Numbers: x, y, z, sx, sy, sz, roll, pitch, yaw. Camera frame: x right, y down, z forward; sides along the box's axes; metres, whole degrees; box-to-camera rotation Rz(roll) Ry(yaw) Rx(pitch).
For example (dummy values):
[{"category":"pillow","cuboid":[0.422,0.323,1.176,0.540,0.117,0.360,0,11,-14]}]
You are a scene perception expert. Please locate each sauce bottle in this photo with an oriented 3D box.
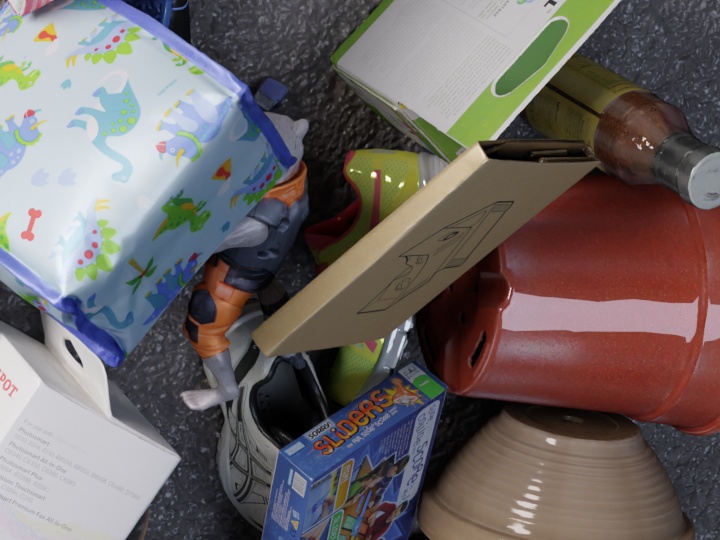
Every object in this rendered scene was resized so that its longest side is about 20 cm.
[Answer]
[{"category":"sauce bottle","cuboid":[0.180,-0.092,1.636,0.066,0.200,0.066,-13,120,-24]}]

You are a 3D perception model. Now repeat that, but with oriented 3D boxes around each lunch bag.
[{"category":"lunch bag","cuboid":[-0.169,-0.070,1.415,0.170,0.200,0.127,-50,154,-9]}]

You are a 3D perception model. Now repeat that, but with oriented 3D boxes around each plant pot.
[{"category":"plant pot","cuboid":[0.153,0.015,1.686,0.195,0.201,0.201,2,111,-22]},{"category":"plant pot","cuboid":[0.145,0.149,1.729,0.201,0.201,0.093,1,106,-30]}]

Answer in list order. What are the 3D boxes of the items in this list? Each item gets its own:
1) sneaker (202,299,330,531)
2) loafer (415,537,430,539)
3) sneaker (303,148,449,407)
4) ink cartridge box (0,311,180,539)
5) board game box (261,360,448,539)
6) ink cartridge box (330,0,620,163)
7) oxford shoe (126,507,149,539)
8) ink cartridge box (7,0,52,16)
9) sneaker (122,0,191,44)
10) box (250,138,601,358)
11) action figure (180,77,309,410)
[{"category":"sneaker","cuboid":[-0.056,0.121,1.669,0.076,0.088,0.200,-28,124,-18]},{"category":"loafer","cuboid":[0.012,0.275,1.797,0.200,0.073,0.071,-37,136,-4]},{"category":"sneaker","cuboid":[0.000,0.000,1.664,0.090,0.078,0.200,14,112,-6]},{"category":"ink cartridge box","cuboid":[-0.222,0.130,1.552,0.125,0.129,0.200,34,94,-36]},{"category":"board game box","cuboid":[-0.012,0.168,1.680,0.135,0.034,0.200,-31,148,-36]},{"category":"ink cartridge box","cuboid":[0.091,-0.137,1.564,0.148,0.200,0.076,-47,126,-2]},{"category":"oxford shoe","cuboid":[-0.199,0.231,1.664,0.200,0.071,0.071,-60,155,5]},{"category":"ink cartridge box","cuboid":[-0.144,-0.260,1.404,0.200,0.083,0.147,-29,81,-16]},{"category":"sneaker","cuboid":[-0.137,-0.113,1.536,0.078,0.070,0.200,-1,106,-57]},{"category":"box","cuboid":[0.042,-0.015,1.523,0.200,0.021,0.163,-40,165,25]},{"category":"action figure","cuboid":[-0.063,-0.033,1.546,0.194,0.105,0.200,102,13,-45]}]
